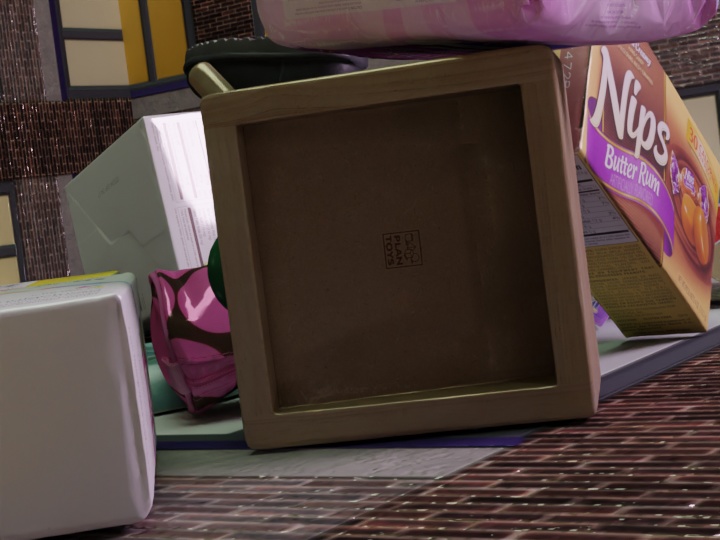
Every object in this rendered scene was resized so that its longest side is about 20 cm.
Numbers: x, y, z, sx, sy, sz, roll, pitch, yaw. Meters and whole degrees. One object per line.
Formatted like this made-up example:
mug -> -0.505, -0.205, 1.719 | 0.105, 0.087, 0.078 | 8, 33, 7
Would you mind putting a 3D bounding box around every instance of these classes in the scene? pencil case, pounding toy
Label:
pencil case -> -0.015, 0.028, 0.778 | 0.198, 0.091, 0.094 | -9, 40, -5
pounding toy -> 0.004, -0.024, 0.680 | 0.198, 0.186, 0.142 | -7, 3, 11

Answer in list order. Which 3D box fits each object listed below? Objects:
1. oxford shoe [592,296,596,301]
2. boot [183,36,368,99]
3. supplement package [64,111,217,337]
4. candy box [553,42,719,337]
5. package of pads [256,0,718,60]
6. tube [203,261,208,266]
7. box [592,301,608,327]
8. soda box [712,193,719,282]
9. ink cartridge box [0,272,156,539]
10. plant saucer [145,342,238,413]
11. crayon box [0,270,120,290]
oxford shoe -> 0.073, -0.032, 0.883 | 0.198, 0.076, 0.058 | 13, -33, -6
boot -> -0.070, -0.051, 0.955 | 0.065, 0.202, 0.164 | 8, -5, -42
supplement package -> -0.164, -0.036, 1.270 | 0.110, 0.157, 0.200 | -10, -8, -32
candy box -> 0.142, -0.059, 0.798 | 0.056, 0.118, 0.200 | -5, -32, 30
package of pads -> 0.052, -0.139, 0.660 | 0.120, 0.077, 0.199 | -1, 5, -38
tube -> 0.006, 0.013, 0.851 | 0.198, 0.052, 0.058 | -3, -40, 1
box -> 0.089, -0.037, 0.996 | 0.199, 0.039, 0.137 | 34, 5, 2
soda box -> 0.204, -0.058, 0.995 | 0.199, 0.068, 0.064 | 30, 13, 11
ink cartridge box -> -0.159, 0.054, 0.586 | 0.143, 0.086, 0.200 | -8, 2, -8
plant saucer -> -0.152, 0.067, 0.884 | 0.198, 0.028, 0.200 | -7, 4, 0
crayon box -> -0.213, 0.036, 0.864 | 0.126, 0.051, 0.200 | -8, 2, -3
